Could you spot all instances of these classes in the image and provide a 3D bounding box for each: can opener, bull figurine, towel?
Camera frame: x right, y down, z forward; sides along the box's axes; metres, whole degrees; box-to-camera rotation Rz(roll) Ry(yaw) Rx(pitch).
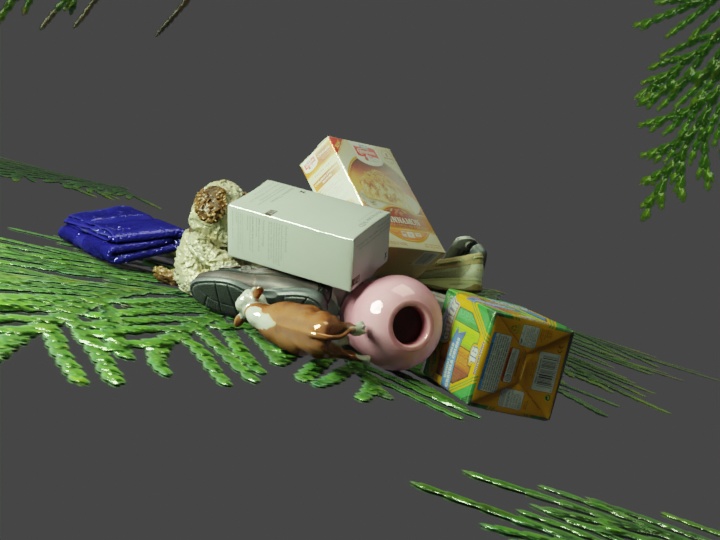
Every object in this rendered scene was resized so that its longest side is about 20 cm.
[{"bbox_3d":[0.133,0.033,1.841,0.053,0.201,0.067,11,29,-41],"label":"can opener"},{"bbox_3d":[-0.073,0.071,1.446,0.121,0.066,0.199,14,5,-38],"label":"bull figurine"},{"bbox_3d":[-0.377,-0.064,1.815,0.147,0.050,0.199,-16,22,-33],"label":"towel"}]

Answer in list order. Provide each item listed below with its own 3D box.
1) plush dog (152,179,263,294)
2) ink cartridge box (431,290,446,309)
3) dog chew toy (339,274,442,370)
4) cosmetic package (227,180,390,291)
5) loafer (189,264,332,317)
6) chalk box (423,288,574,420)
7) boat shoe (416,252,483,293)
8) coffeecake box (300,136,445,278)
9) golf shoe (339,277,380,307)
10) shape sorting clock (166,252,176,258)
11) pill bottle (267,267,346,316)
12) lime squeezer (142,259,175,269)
[{"bbox_3d":[-0.213,-0.048,1.686,0.159,0.174,0.200,16,6,12],"label":"plush dog"},{"bbox_3d":[0.170,0.092,1.759,0.199,0.088,0.145,8,9,-43],"label":"ink cartridge box"},{"bbox_3d":[0.030,0.067,1.550,0.123,0.126,0.200,13,-2,-21],"label":"dog chew toy"},{"bbox_3d":[-0.070,-0.049,1.544,0.198,0.082,0.113,14,29,23],"label":"cosmetic package"},{"bbox_3d":[-0.132,0.026,1.554,0.198,0.072,0.063,7,45,17],"label":"loafer"},{"bbox_3d":[0.169,0.104,1.512,0.123,0.126,0.200,14,4,-21],"label":"chalk box"},{"bbox_3d":[0.095,-0.002,1.795,0.198,0.064,0.073,4,-4,21],"label":"boat shoe"},{"bbox_3d":[0.019,-0.092,1.711,0.153,0.073,0.201,4,53,-51],"label":"coffeecake box"},{"bbox_3d":[0.000,0.000,1.748,0.072,0.092,0.202,12,50,-55],"label":"golf shoe"},{"bbox_3d":[-0.305,-0.031,1.972,0.198,0.040,0.200,19,2,-1],"label":"shape sorting clock"},{"bbox_3d":[-0.080,-0.007,1.661,0.111,0.113,0.201,14,37,-19],"label":"pill bottle"},{"bbox_3d":[-0.252,-0.015,1.795,0.198,0.071,0.038,-20,14,21],"label":"lime squeezer"}]
